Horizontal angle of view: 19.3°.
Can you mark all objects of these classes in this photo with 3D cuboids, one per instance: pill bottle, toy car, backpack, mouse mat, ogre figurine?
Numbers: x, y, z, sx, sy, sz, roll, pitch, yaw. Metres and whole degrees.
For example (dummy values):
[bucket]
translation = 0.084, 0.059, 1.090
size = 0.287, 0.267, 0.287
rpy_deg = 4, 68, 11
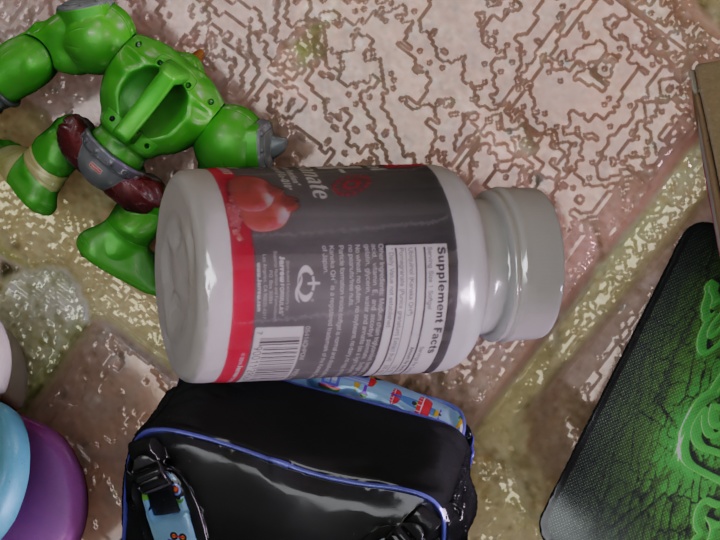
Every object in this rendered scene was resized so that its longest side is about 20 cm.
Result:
[pill bottle]
translation = 0.000, 0.000, 1.104
size = 0.200, 0.111, 0.111
rpy_deg = -2, 92, -18
[toy car]
translation = -0.215, 0.112, 1.118
size = 0.150, 0.200, 0.175
rpy_deg = 26, 80, 1
[backpack]
translation = -0.039, 0.162, 1.126
size = 0.182, 0.135, 0.200
rpy_deg = 13, 117, 7
[mouse mat]
translation = 0.206, 0.092, 1.133
size = 0.161, 0.008, 0.200
rpy_deg = 27, 80, 4
[ogre figurine]
translation = -0.125, -0.067, 1.149
size = 0.200, 0.098, 0.120
rpy_deg = 44, 108, 15

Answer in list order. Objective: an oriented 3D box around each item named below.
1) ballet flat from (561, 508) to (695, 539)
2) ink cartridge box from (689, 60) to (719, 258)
[ballet flat]
translation = 0.199, 0.183, 1.147
size = 0.200, 0.046, 0.067
rpy_deg = 22, 79, 0
[ink cartridge box]
translation = 0.263, -0.020, 1.065
size = 0.165, 0.075, 0.200
rpy_deg = -9, 56, 8
